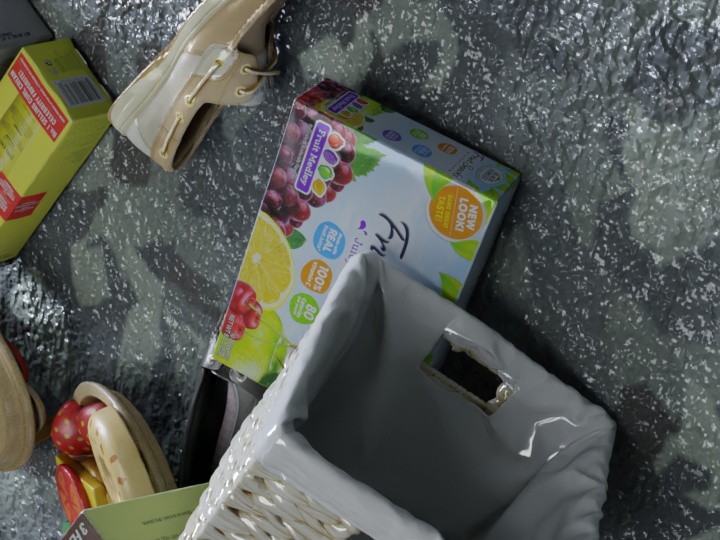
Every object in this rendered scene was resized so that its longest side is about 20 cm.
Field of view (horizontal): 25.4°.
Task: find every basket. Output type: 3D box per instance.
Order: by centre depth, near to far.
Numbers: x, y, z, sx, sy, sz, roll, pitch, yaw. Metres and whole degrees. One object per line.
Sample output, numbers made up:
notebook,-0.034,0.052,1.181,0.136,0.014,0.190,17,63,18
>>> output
basket,0.019,0.136,0.924,0.198,0.200,0.161,34,122,-5

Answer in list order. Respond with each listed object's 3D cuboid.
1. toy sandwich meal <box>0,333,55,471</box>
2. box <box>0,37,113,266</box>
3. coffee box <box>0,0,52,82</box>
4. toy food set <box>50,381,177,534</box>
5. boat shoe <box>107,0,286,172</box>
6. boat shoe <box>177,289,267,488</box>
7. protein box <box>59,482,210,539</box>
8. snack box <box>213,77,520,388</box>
toy sandwich meal,-0.312,0.069,1.276,0.204,0.070,0.206,26,132,32
box,-0.261,-0.083,1.211,0.075,0.050,0.200,55,129,11
coffee box,-0.335,-0.132,1.212,0.080,0.114,0.200,53,129,11
toy food set,-0.181,0.181,1.198,0.200,0.048,0.199,21,124,56
boat shoe,-0.087,-0.136,1.049,0.069,0.074,0.200,49,131,-1
boat shoe,-0.089,0.098,1.132,0.067,0.057,0.201,27,120,29
protein box,-0.088,0.252,0.980,0.200,0.198,0.135,47,112,21
snack box,0.000,0.000,1.013,0.142,0.053,0.201,26,121,11
